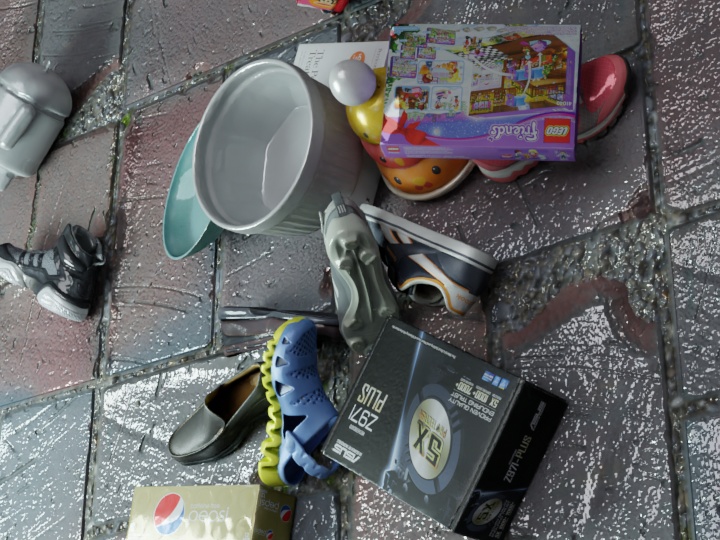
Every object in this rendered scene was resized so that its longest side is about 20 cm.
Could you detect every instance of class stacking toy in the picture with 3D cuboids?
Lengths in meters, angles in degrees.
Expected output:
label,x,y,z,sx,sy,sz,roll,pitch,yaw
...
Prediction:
label,x,y,z,sx,sy,sz,roll,pitch,yaw
stacking toy,0.030,-0.173,1.639,0.146,0.200,0.146,-18,61,34

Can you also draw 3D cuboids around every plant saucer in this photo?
label,x,y,z,sx,sy,sz,roll,pitch,yaw
plant saucer,-0.189,-0.105,1.870,0.200,0.036,0.200,-42,39,46

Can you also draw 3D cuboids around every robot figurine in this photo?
label,x,y,z,sx,sy,sz,roll,pitch,yaw
robot figurine,-0.489,-0.214,2.150,0.200,0.113,0.170,-58,18,5

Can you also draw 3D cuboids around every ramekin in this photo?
label,x,y,z,sx,sy,sz,roll,pitch,yaw
ramekin,-0.088,-0.132,1.709,0.200,0.105,0.200,-13,70,42

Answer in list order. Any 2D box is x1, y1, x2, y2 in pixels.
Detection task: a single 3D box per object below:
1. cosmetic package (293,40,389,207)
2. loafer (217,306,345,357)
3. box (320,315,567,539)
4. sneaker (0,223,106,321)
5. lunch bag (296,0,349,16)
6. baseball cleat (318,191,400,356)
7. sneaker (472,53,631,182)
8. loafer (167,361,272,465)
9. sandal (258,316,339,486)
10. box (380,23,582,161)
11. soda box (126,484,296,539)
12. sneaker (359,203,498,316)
label,x,y,z,sx,sy,sz,roll,pitch,yaw
cosmetic package,-0.032,-0.173,1.794,0.151,0.052,0.200,6,76,39
loafer,-0.088,0.076,1.728,0.200,0.072,0.063,3,90,44
box,0.082,0.160,1.528,0.200,0.086,0.164,26,89,43
sneaker,-0.415,-0.017,2.032,0.200,0.075,0.114,31,91,37
lunch bag,-0.036,-0.423,1.855,0.176,0.082,0.200,128,150,-68
baseball cleat,0.000,0.000,1.619,0.070,0.200,0.106,-10,45,-3
sneaker,0.192,-0.164,1.578,0.200,0.087,0.074,-34,54,24
loafer,-0.157,0.159,1.738,0.200,0.072,0.073,-38,52,22
sandal,-0.058,0.147,1.635,0.087,0.079,0.200,12,111,32
box,0.125,-0.184,1.543,0.200,0.039,0.137,3,74,11
soda box,-0.171,0.282,1.701,0.200,0.064,0.068,-7,67,38
sneaker,0.056,-0.012,1.632,0.200,0.078,0.079,27,93,47
